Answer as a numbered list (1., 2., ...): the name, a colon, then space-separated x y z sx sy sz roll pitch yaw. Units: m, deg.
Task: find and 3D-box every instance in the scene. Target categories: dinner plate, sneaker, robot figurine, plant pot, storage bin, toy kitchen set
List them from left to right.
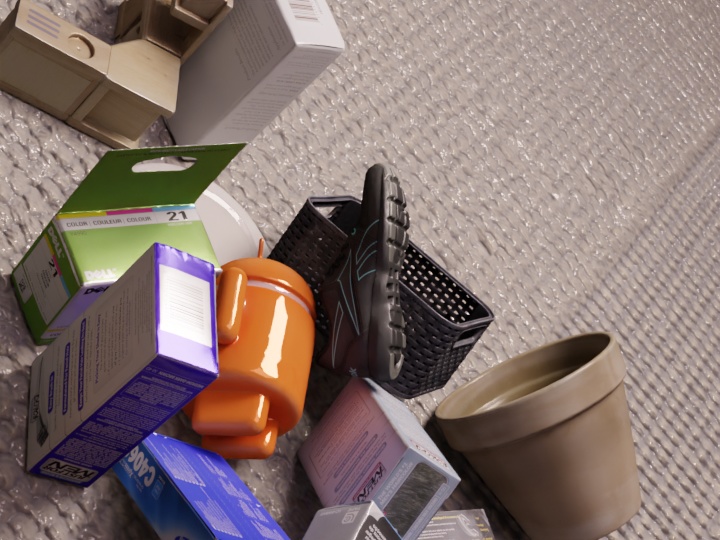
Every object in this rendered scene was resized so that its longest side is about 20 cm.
1. toy kitchen set: -0.240 -0.262 1.577 0.180 0.163 0.201 27 43 -28
2. dinner plate: -0.158 -0.025 1.579 0.200 0.024 0.201 25 45 -28
3. robot figurine: -0.101 0.074 1.474 0.144 0.116 0.201 33 47 -29
4. sneaker: 0.000 0.000 1.483 0.075 0.079 0.201 28 64 -71
5. storage bin: 0.016 0.023 1.594 0.200 0.094 0.135 41 17 16
6. plant pot: 0.200 0.181 1.657 0.200 0.200 0.174 -35 102 -52

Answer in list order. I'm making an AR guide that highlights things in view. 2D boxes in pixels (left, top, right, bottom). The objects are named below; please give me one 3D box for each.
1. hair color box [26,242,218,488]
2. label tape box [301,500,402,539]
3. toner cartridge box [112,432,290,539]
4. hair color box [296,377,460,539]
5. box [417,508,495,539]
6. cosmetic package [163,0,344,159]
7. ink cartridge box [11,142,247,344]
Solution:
1. hair color box: -0.193 0.079 1.310 0.065 0.200 0.110 23 45 -33
2. label tape box: -0.011 0.295 1.219 0.143 0.066 0.200 55 39 -24
3. toner cartridge box: -0.124 0.198 1.320 0.095 0.043 0.200 22 9 -33
4. hair color box: 0.012 0.173 1.445 0.061 0.099 0.200 35 5 -19
5. box: 0.060 0.305 1.503 0.200 0.050 0.158 4 57 -44
6. cosmetic package: -0.115 -0.204 1.624 0.074 0.200 0.102 -1 61 -45
7. ink cartridge box: -0.188 -0.023 1.390 0.147 0.200 0.076 -6 64 -40
